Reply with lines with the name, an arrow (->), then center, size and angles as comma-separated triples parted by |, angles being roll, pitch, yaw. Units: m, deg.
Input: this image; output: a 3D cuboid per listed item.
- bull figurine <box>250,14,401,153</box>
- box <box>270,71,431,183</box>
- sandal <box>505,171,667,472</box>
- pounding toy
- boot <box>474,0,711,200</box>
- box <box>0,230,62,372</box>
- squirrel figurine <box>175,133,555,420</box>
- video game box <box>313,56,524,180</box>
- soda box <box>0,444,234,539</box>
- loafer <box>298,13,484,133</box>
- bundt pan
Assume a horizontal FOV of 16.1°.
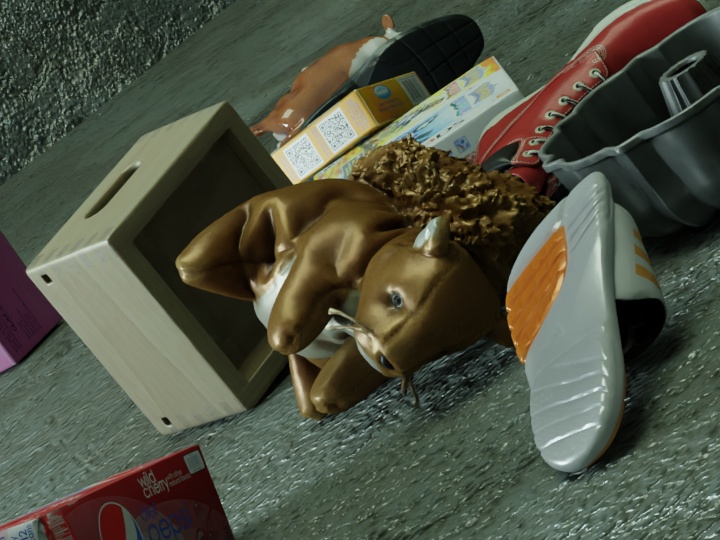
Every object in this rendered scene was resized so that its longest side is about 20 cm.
bull figurine -> -0.032, -0.176, 2.504 | 0.200, 0.065, 0.121 | -41, 9, -38
box -> -0.040, -0.093, 2.154 | 0.200, 0.042, 0.119 | -34, -4, 28
sandal -> 0.120, 0.036, 1.287 | 0.079, 0.059, 0.207 | -46, 25, 31
pounding toy -> -0.110, 0.000, 1.794 | 0.142, 0.184, 0.200 | -18, 27, 46
boot -> 0.154, -0.103, 1.702 | 0.200, 0.072, 0.144 | -39, 10, 21
box -> -0.426, 0.033, 2.479 | 0.200, 0.176, 0.097 | -26, 14, 36
squirrel figurine -> 0.027, -0.007, 1.510 | 0.200, 0.142, 0.186 | -43, 20, -24
video game box -> 0.049, -0.090, 1.989 | 0.182, 0.047, 0.200 | -32, 12, 4
soda box -> -0.144, 0.150, 1.376 | 0.070, 0.064, 0.200 | -21, -1, 21
loafer -> 0.022, -0.163, 2.294 | 0.200, 0.073, 0.072 | -35, 7, -6
bundt pan -> 0.206, -0.088, 1.471 | 0.201, 0.076, 0.202 | -33, 11, 7
